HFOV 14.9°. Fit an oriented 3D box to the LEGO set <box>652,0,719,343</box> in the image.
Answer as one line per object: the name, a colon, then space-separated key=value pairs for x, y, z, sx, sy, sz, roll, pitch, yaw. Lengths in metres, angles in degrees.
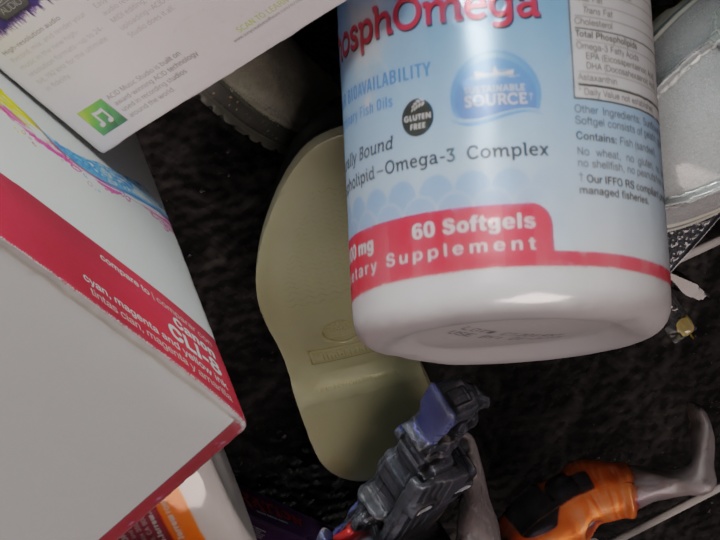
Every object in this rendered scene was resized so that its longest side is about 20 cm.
LEGO set: x=0.112 y=-0.082 z=1.053 sx=0.153 sy=0.116 sz=0.201 roll=33 pitch=96 yaw=-3

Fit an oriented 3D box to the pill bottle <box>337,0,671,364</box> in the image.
pill bottle: x=0.046 y=-0.074 z=0.933 sx=0.108 sy=0.201 sz=0.109 roll=-3 pitch=169 yaw=-1

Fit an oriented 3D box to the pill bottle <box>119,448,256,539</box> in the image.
pill bottle: x=-0.151 y=0.100 z=1.070 sx=0.199 sy=0.114 sz=0.115 roll=-24 pitch=128 yaw=0

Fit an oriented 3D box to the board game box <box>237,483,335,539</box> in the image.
board game box: x=-0.038 y=0.164 z=1.206 sx=0.199 sy=0.032 sz=0.120 roll=29 pitch=108 yaw=-32

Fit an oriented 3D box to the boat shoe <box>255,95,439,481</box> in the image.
boat shoe: x=-0.003 y=0.000 z=1.056 sx=0.073 sy=0.063 sz=0.202 roll=-7 pitch=142 yaw=0

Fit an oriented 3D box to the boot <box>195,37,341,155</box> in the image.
boot: x=-0.039 y=-0.135 z=0.977 sx=0.131 sy=0.068 sz=0.200 roll=-43 pitch=127 yaw=7

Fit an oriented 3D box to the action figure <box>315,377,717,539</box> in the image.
action figure: x=0.054 y=0.115 z=1.084 sx=0.192 sy=0.105 sz=0.200 roll=-16 pitch=157 yaw=-14

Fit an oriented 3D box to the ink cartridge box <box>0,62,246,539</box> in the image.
ink cartridge box: x=-0.156 y=0.003 z=0.948 sx=0.145 sy=0.200 sz=0.144 roll=-41 pitch=128 yaw=14

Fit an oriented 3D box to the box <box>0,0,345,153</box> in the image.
box: x=-0.104 y=-0.135 z=0.879 sx=0.144 sy=0.036 sz=0.200 roll=-27 pitch=126 yaw=36

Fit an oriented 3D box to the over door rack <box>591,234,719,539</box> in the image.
over door rack: x=0.155 y=0.051 z=1.166 sx=0.199 sy=0.067 sz=0.148 roll=-17 pitch=127 yaw=-6

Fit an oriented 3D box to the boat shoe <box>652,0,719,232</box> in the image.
boat shoe: x=0.159 y=-0.084 z=0.955 sx=0.200 sy=0.072 sz=0.070 roll=-38 pitch=95 yaw=5
